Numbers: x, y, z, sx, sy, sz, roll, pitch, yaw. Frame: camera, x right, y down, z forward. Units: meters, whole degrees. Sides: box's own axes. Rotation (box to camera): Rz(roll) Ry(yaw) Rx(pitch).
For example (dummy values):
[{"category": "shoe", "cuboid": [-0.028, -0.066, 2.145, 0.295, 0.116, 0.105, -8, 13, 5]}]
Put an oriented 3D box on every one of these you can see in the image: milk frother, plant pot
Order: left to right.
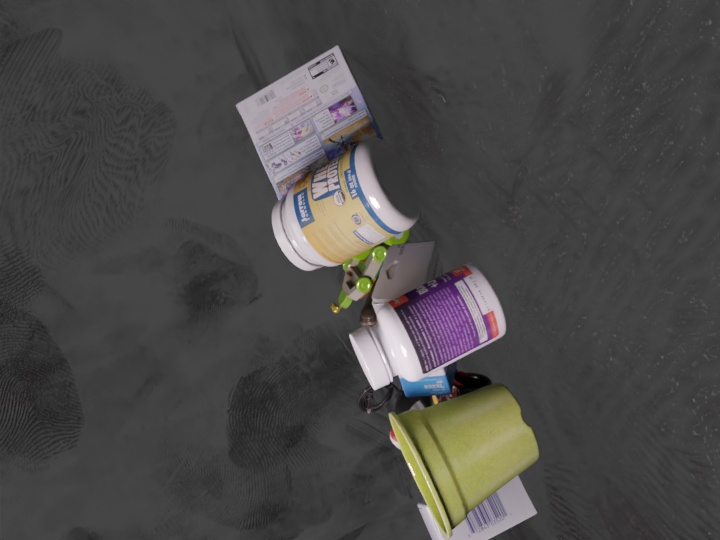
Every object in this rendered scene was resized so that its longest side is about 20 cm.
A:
[{"category": "milk frother", "cuboid": [0.114, 0.342, 1.766, 0.188, 0.196, 0.184, -131, 21, -65]}, {"category": "plant pot", "cuboid": [0.166, 0.271, 1.169, 0.203, 0.181, 0.201, 62, 172, 15]}]

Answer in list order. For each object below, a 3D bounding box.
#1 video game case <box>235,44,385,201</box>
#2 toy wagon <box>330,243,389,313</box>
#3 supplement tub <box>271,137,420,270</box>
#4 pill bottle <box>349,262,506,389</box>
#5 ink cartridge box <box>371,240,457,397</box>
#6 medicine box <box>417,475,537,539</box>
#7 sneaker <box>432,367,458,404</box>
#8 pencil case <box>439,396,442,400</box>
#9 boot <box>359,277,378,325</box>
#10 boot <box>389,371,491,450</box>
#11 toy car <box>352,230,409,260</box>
[{"category": "video game case", "cuboid": [-0.079, -0.234, 1.243, 0.184, 0.197, 0.045, 64, -171, 6]}, {"category": "toy wagon", "cuboid": [0.000, 0.000, 1.564, 0.039, 0.203, 0.155, 24, -171, -17]}, {"category": "supplement tub", "cuboid": [-0.024, -0.095, 1.157, 0.144, 0.198, 0.147, 38, -141, -38]}, {"category": "pill bottle", "cuboid": [0.089, 0.080, 1.033, 0.113, 0.197, 0.112, 62, 172, 15]}, {"category": "ink cartridge box", "cuboid": [0.096, 0.077, 1.214, 0.146, 0.082, 0.203, -69, -33, -48]}, {"category": "medicine box", "cuboid": [0.212, 0.447, 1.429, 0.104, 0.179, 0.200, 63, 173, 13]}, {"category": "sneaker", "cuboid": [0.153, 0.181, 1.502, 0.203, 0.069, 0.090, 64, 158, 17]}, {"category": "pencil case", "cuboid": [0.198, 0.297, 1.427, 0.084, 0.085, 0.202, 38, 156, 46]}, {"category": "boot", "cuboid": [0.034, 0.032, 1.565, 0.200, 0.073, 0.099, -54, -45, -59]}, {"category": "boot", "cuboid": [0.133, 0.233, 1.291, 0.073, 0.196, 0.146, -83, -23, -53]}, {"category": "toy car", "cuboid": [-0.015, -0.146, 1.347, 0.163, 0.155, 0.204, 27, 130, 54]}]
